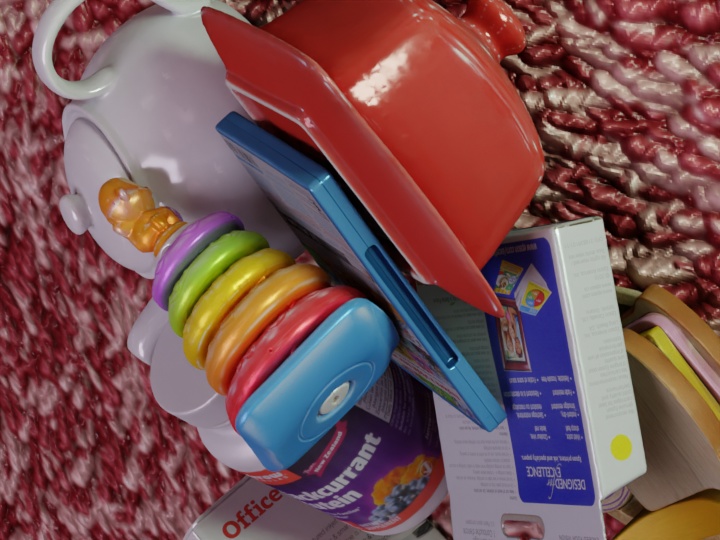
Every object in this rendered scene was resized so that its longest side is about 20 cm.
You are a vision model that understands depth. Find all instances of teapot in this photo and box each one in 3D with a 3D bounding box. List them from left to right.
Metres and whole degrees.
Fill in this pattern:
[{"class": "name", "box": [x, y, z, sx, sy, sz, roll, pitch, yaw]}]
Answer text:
[{"class": "teapot", "box": [-0.124, -0.070, 1.550, 0.201, 0.145, 0.197, 60, 159, 9]}]

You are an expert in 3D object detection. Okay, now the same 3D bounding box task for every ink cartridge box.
[{"class": "ink cartridge box", "box": [-0.014, 0.224, 1.708, 0.200, 0.146, 0.086, 45, 144, 10]}, {"class": "ink cartridge box", "box": [0.099, 0.076, 1.460, 0.197, 0.047, 0.202, -7, 94, 65]}]

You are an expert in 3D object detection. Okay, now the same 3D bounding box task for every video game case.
[{"class": "video game case", "box": [0.000, 0.000, 1.448, 0.200, 0.018, 0.143, 54, 170, -29]}]

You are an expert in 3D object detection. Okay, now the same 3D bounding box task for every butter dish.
[{"class": "butter dish", "box": [0.032, -0.098, 1.406, 0.200, 0.148, 0.200, 52, 171, -25]}]

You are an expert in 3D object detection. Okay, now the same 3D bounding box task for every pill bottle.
[{"class": "pill bottle", "box": [-0.035, 0.087, 1.571, 0.111, 0.112, 0.199, -1, 157, 46]}]

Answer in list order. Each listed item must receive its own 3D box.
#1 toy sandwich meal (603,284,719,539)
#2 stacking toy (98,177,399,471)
[{"class": "toy sandwich meal", "box": [0.164, 0.097, 1.485, 0.204, 0.070, 0.206, 27, 136, 29]}, {"class": "stacking toy", "box": [-0.082, 0.011, 1.447, 0.200, 0.110, 0.116, 42, 172, 20]}]
